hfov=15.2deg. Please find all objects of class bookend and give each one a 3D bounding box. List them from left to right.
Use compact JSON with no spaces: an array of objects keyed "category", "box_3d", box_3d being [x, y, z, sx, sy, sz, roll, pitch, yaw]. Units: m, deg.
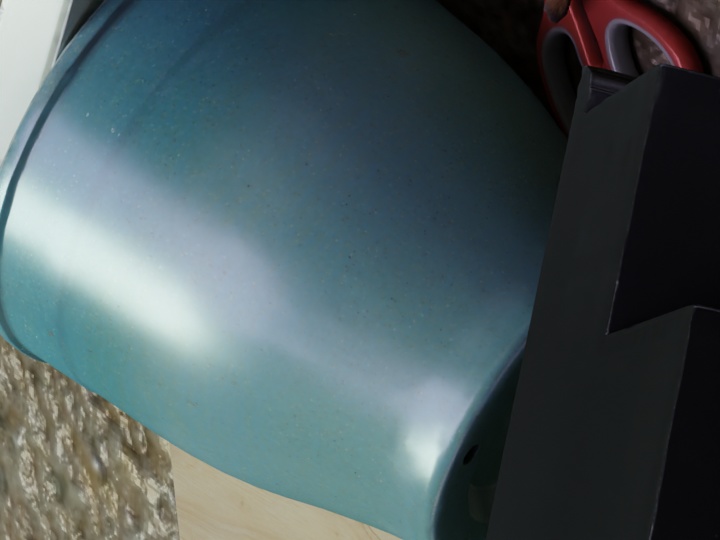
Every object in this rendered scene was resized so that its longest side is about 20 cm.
[{"category":"bookend","box_3d":[0.112,0.028,0.778,0.199,0.092,0.201,144,138,-76]}]

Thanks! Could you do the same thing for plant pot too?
[{"category":"plant pot","box_3d":[0.000,0.000,0.966,0.188,0.200,0.201,37,132,24]}]

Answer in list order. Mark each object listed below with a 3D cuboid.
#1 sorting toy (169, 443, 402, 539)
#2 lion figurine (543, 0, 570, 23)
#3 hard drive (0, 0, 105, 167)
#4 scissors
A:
[{"category":"sorting toy","box_3d":[0.016,0.161,1.104,0.200,0.069,0.200,15,116,48]},{"category":"lion figurine","box_3d":[0.092,-0.171,0.882,0.122,0.072,0.201,6,124,34]},{"category":"hard drive","box_3d":[-0.066,-0.135,0.985,0.026,0.200,0.132,31,132,9]},{"category":"scissors","box_3d":[0.064,-0.126,0.969,0.073,0.014,0.201,-38,75,54]}]
